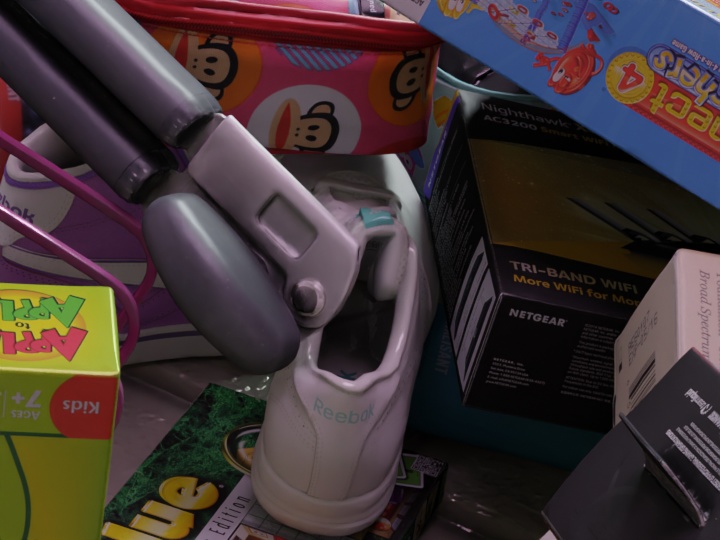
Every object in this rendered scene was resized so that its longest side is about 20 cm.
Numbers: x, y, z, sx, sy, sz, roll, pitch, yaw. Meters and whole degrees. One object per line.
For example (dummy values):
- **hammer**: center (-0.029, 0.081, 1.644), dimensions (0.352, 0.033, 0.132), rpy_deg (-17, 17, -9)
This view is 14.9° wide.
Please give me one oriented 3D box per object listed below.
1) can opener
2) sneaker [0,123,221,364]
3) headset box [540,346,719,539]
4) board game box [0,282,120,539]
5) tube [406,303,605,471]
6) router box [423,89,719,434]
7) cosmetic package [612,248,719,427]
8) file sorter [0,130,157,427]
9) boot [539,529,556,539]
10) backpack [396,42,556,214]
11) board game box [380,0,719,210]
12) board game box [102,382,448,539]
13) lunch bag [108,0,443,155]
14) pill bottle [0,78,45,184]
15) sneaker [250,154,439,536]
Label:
- **can opener**: center (-0.079, -0.050, 0.982), dimensions (0.200, 0.053, 0.066), rpy_deg (46, 20, 13)
- **sneaker**: center (-0.058, -0.027, 1.134), dimensions (0.200, 0.115, 0.073), rpy_deg (-11, 34, -34)
- **headset box**: center (0.146, 0.115, 0.804), dimensions (0.200, 0.077, 0.149), rpy_deg (42, 3, -15)
- **board game box**: center (-0.131, 0.099, 0.810), dimensions (0.101, 0.201, 0.048), rpy_deg (3, 30, -11)
- **tube**: center (0.074, 0.051, 1.111), dimensions (0.199, 0.050, 0.078), rpy_deg (13, 56, 1)
- **router box**: center (0.130, 0.007, 1.059), dimensions (0.199, 0.052, 0.158), rpy_deg (11, 29, -12)
- **cosmetic package**: center (0.190, 0.067, 0.937), dimensions (0.199, 0.073, 0.104), rpy_deg (8, 59, -11)
- **file sorter**: center (-0.156, 0.049, 0.930), dimensions (0.125, 0.139, 0.200), rpy_deg (32, 27, -13)
- **boot**: center (0.120, 0.140, 0.959), dimensions (0.144, 0.073, 0.200), rpy_deg (32, 32, 16)
- **backpack**: center (0.101, -0.076, 1.221), dimensions (0.199, 0.154, 0.176), rpy_deg (-7, 34, -25)
- **board game box**: center (0.126, -0.075, 1.017), dimensions (0.199, 0.056, 0.196), rpy_deg (33, 14, 18)
- **board game box**: center (-0.048, 0.109, 0.997), dimensions (0.104, 0.024, 0.200), rpy_deg (15, 30, 14)
- **lunch bag**: center (-0.062, -0.121, 1.108), dimensions (0.175, 0.082, 0.200), rpy_deg (4, 32, -14)
- **pill bottle**: center (-0.103, -0.083, 1.216), dimensions (0.199, 0.112, 0.111), rpy_deg (-9, 35, -29)
- **sneaker**: center (0.000, 0.000, 1.046), dimensions (0.075, 0.089, 0.201), rpy_deg (7, 44, -6)
